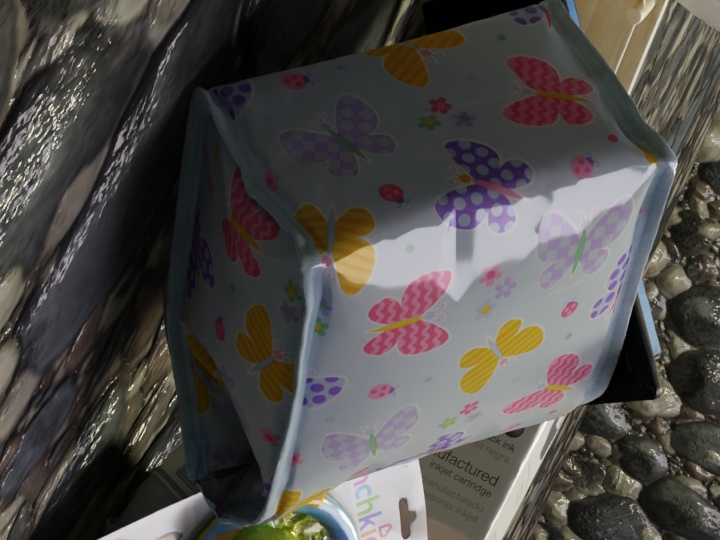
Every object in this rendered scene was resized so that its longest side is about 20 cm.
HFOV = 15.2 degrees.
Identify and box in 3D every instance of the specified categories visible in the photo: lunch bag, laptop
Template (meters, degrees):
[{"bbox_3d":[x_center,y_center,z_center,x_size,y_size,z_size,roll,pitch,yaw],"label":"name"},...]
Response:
[{"bbox_3d":[0.013,0.007,1.083,0.169,0.127,0.201,-17,141,-22],"label":"lunch bag"},{"bbox_3d":[0.109,-0.043,1.202,0.115,0.188,0.200,-15,-179,-22],"label":"laptop"}]

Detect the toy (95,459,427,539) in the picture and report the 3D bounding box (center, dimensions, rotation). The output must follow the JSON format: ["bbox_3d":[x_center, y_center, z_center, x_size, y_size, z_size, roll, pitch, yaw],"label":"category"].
[{"bbox_3d":[-0.047,0.147,1.147,0.199,0.047,0.116,-21,123,-23],"label":"toy"}]

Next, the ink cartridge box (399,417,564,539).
[{"bbox_3d":[0.047,0.038,1.440,0.201,0.144,0.084,-61,170,-18],"label":"ink cartridge box"}]

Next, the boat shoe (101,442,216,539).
[{"bbox_3d":[-0.091,0.135,1.241,0.071,0.070,0.201,-38,167,-13],"label":"boat shoe"}]

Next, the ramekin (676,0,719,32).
[{"bbox_3d":[0.232,-0.222,1.527,0.098,0.200,0.201,-51,179,35],"label":"ramekin"}]

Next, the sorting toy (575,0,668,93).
[{"bbox_3d":[0.087,-0.139,1.360,0.180,0.107,0.201,-35,150,-57],"label":"sorting toy"}]
